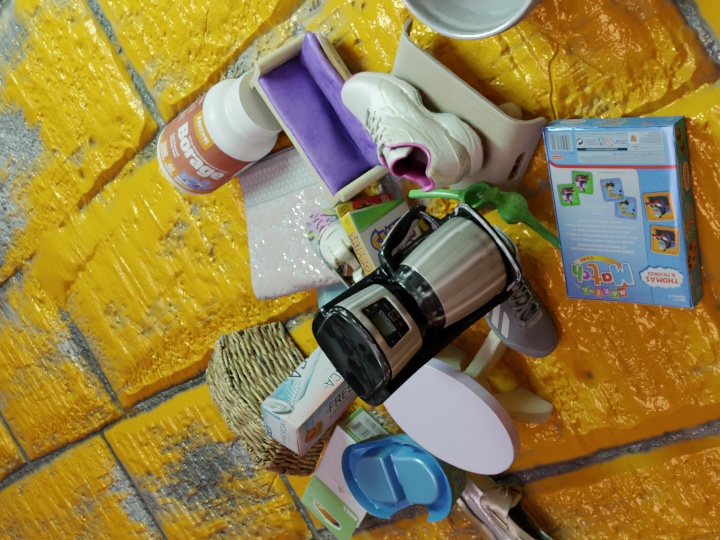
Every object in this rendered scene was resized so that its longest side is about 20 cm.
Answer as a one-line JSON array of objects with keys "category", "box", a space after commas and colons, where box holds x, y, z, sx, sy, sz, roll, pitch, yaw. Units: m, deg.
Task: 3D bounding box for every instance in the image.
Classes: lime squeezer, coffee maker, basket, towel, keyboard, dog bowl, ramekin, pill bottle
[{"category": "lime squeezer", "box": [0.149, -0.074, 1.229, 0.198, 0.071, 0.038, 20, 84, 11]}, {"category": "coffee maker", "box": [0.059, 0.050, 1.173, 0.135, 0.199, 0.193, 42, 156, 29]}, {"category": "basket", "box": [-0.147, 0.202, 1.581, 0.201, 0.142, 0.150, 53, 138, 29]}, {"category": "towel", "box": [-0.087, -0.068, 1.446, 0.199, 0.032, 0.194, -14, 85, 45]}, {"category": "keyboard", "box": [-0.001, -0.201, 1.340, 0.201, 0.011, 0.056, 58, 165, 0]}, {"category": "dog bowl", "box": [0.059, 0.270, 1.441, 0.199, 0.049, 0.113, -10, 103, 48]}, {"category": "ramekin", "box": [0.126, -0.343, 1.090, 0.199, 0.105, 0.202, 21, 126, 32]}, {"category": "pill bottle", "box": [-0.180, -0.185, 1.443, 0.199, 0.112, 0.113, -27, 94, 47]}]

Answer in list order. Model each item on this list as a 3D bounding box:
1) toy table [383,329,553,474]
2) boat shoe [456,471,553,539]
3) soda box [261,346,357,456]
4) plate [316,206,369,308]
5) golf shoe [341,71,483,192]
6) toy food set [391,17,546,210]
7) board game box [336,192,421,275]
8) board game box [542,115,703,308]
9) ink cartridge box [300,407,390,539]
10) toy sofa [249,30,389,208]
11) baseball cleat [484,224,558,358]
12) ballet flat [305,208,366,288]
[{"category": "toy table", "box": [0.134, 0.155, 1.355, 0.199, 0.117, 0.185, 39, 133, 17]}, {"category": "boat shoe", "box": [0.185, 0.312, 1.439, 0.068, 0.075, 0.201, -41, 82, 27]}, {"category": "soda box", "box": [-0.043, 0.149, 1.446, 0.068, 0.200, 0.064, 26, 141, 27]}, {"category": "plate", "box": [0.007, 0.018, 1.402, 0.199, 0.025, 0.203, -1, 88, 43]}, {"category": "golf shoe", "box": [0.042, -0.156, 1.209, 0.199, 0.091, 0.076, 35, 145, 28]}, {"category": "toy food set", "box": [0.111, -0.178, 1.241, 0.200, 0.060, 0.144, 41, 146, 18]}, {"category": "board game box", "box": [0.049, -0.003, 1.306, 0.030, 0.095, 0.202, -42, 71, 48]}, {"category": "board game box", "box": [0.281, -0.062, 1.160, 0.150, 0.036, 0.202, 5, 115, 39]}, {"category": "ink cartridge box", "box": [-0.010, 0.308, 1.610, 0.104, 0.059, 0.201, 40, 134, 17]}, {"category": "toy sofa", "box": [-0.046, -0.185, 1.327, 0.201, 0.082, 0.098, 57, 161, 1]}, {"category": "baseball cleat", "box": [0.169, 0.024, 1.250, 0.200, 0.070, 0.106, 47, 166, -9]}, {"category": "ballet flat", "box": [0.000, 0.000, 1.326, 0.069, 0.071, 0.201, -42, 80, 13]}]
